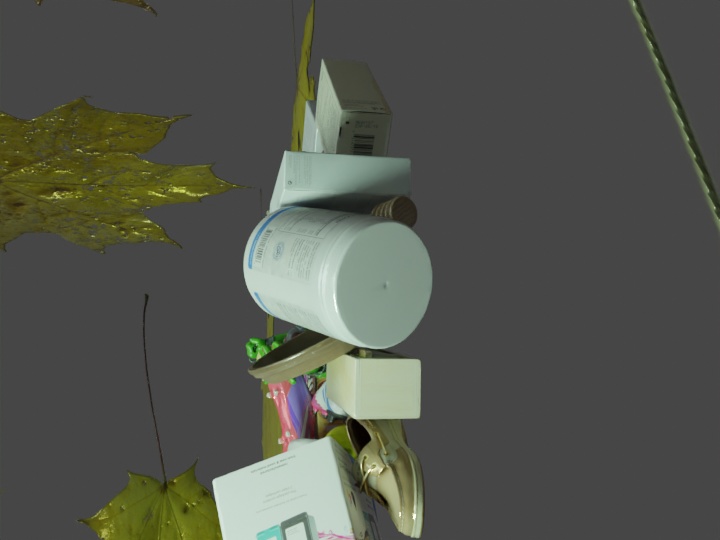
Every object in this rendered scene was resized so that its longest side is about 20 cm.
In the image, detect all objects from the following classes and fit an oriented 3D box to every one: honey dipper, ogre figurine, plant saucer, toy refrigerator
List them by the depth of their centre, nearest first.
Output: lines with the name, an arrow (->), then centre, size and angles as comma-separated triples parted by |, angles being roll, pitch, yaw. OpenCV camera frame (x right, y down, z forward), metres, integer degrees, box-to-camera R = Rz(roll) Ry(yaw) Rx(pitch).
toy refrigerator -> 0.011, 0.125, 0.973 | 0.200, 0.074, 0.072 | 172, 99, -79
honey dipper -> -0.001, -0.048, 0.990 | 0.199, 0.037, 0.039 | -17, 71, 58
plant saucer -> -0.044, 0.086, 1.008 | 0.030, 0.197, 0.200 | 64, 169, -3
ogre figurine -> -0.079, 0.112, 1.205 | 0.200, 0.118, 0.100 | -37, 72, 60

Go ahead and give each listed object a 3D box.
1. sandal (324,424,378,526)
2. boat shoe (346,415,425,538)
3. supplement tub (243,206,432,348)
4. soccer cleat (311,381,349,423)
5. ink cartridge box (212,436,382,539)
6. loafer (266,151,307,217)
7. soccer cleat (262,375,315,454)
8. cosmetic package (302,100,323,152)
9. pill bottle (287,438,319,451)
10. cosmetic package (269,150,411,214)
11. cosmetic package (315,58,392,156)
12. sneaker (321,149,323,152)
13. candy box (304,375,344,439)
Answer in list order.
sandal -> -0.009, 0.295, 1.087 | 0.087, 0.078, 0.205 | -29, -57, -80
boat shoe -> 0.023, 0.220, 0.911 | 0.200, 0.068, 0.075 | -117, 30, -68
supplement tub -> -0.030, 0.002, 0.893 | 0.198, 0.130, 0.135 | 13, 103, 54
soccer cleat -> -0.022, 0.176, 1.193 | 0.200, 0.069, 0.088 | 157, 133, -78
ink cartridge box -> -0.054, 0.316, 0.906 | 0.147, 0.143, 0.203 | 59, -168, -62
loafer -> -0.097, -0.098, 1.184 | 0.063, 0.072, 0.200 | 50, 142, 4
soccer cleat -> -0.092, 0.234, 1.274 | 0.066, 0.075, 0.204 | -27, 77, 59
cosmetic package -> -0.072, -0.178, 1.460 | 0.152, 0.050, 0.204 | -106, 21, -61
pill bottle -> -0.061, 0.345, 1.158 | 0.112, 0.110, 0.204 | 122, 156, -69
cosmetic package -> -0.031, -0.086, 1.023 | 0.200, 0.147, 0.053 | 132, 141, -72
cosmetic package -> -0.014, -0.208, 1.143 | 0.201, 0.071, 0.105 | -105, 20, -56
sneaker -> -0.049, -0.130, 1.354 | 0.202, 0.079, 0.088 | 117, 161, -43
candy box -> -0.054, 0.232, 1.341 | 0.117, 0.055, 0.204 | 111, 156, -59
